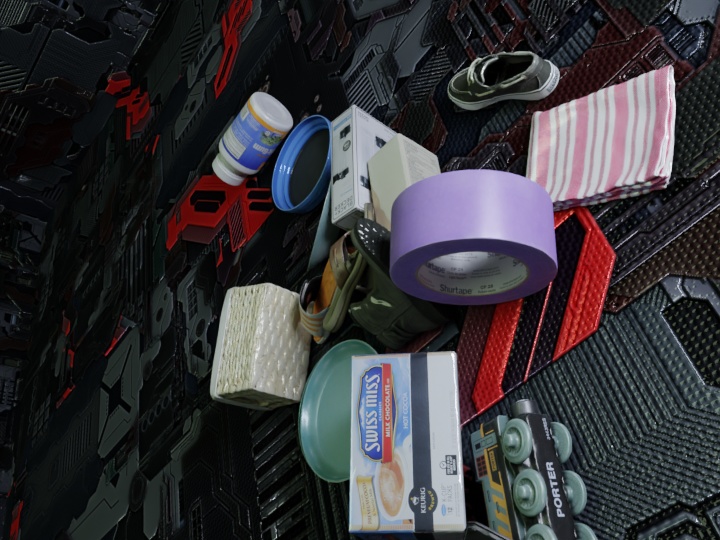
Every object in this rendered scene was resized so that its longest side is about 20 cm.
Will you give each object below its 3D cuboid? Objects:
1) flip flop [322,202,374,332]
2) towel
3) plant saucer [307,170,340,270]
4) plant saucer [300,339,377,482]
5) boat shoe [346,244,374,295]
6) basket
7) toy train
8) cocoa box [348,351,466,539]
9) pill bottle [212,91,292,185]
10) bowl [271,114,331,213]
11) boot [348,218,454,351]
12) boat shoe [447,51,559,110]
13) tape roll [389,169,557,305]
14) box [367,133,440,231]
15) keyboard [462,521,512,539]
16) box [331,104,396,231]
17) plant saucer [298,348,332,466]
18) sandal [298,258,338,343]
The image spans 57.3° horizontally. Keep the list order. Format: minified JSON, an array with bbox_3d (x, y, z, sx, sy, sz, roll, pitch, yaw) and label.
[{"bbox_3d":[-0.025,-0.005,0.976,0.081,0.057,0.203,-79,11,-74],"label":"flip flop"},{"bbox_3d":[0.282,-0.153,0.802,0.198,0.030,0.149,-10,65,50],"label":"towel"},{"bbox_3d":[-0.050,-0.093,1.146,0.201,0.038,0.205,-164,89,-86],"label":"plant saucer"},{"bbox_3d":[-0.019,0.205,0.965,0.199,0.027,0.204,-28,52,43],"label":"plant saucer"},{"bbox_3d":[0.000,0.000,1.065,0.199,0.062,0.072,34,102,54],"label":"boat shoe"},{"bbox_3d":[-0.166,0.134,1.158,0.122,0.134,0.204,-13,63,43],"label":"basket"},{"bbox_3d":[0.180,0.247,0.708,0.114,0.084,0.204,-45,44,49],"label":"toy train"},{"bbox_3d":[0.057,0.214,0.792,0.128,0.134,0.204,-3,65,8],"label":"cocoa box"},{"bbox_3d":[-0.248,-0.289,1.480,0.200,0.111,0.113,-46,42,29],"label":"pill bottle"},{"bbox_3d":[-0.107,-0.209,1.320,0.199,0.039,0.204,-26,54,43],"label":"bowl"},{"bbox_3d":[0.025,0.032,0.913,0.130,0.200,0.068,-31,24,33],"label":"boot"},{"bbox_3d":[0.190,-0.282,0.951,0.198,0.063,0.072,9,80,53],"label":"boat shoe"},{"bbox_3d":[0.133,-0.033,0.793,0.198,0.198,0.087,-23,56,44],"label":"tape roll"},{"bbox_3d":[0.076,-0.093,0.986,0.077,0.094,0.203,-36,46,37],"label":"box"},{"bbox_3d":[0.182,0.329,0.632,0.197,0.021,0.129,22,119,25],"label":"keyboard"},{"bbox_3d":[0.011,-0.153,1.077,0.060,0.116,0.204,-27,55,38],"label":"box"},{"bbox_3d":[-0.029,0.218,1.028,0.199,0.027,0.204,-26,55,44],"label":"plant saucer"},{"bbox_3d":[-0.072,0.039,1.086,0.209,0.058,0.080,108,153,-45],"label":"sandal"}]
